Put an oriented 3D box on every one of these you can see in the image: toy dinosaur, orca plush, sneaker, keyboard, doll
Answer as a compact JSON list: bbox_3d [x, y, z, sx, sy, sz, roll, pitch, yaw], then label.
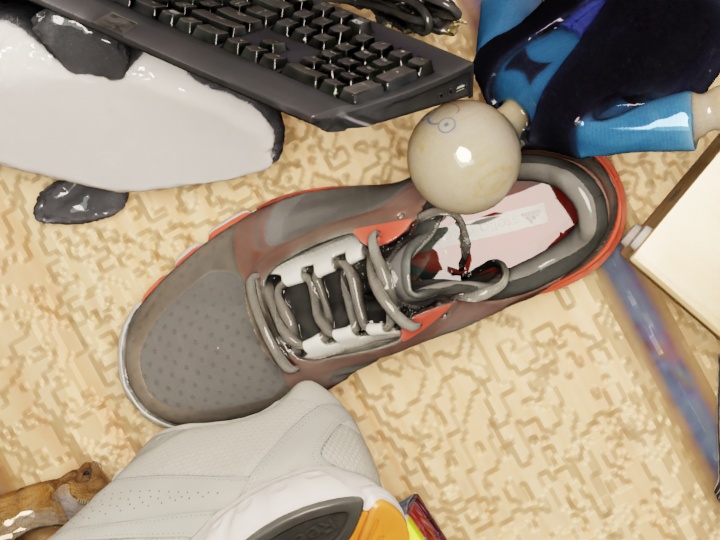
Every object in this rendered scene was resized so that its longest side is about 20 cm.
[{"bbox_3d":[-0.188,0.102,0.886,0.200,0.060,0.106,4,59,2],"label":"toy dinosaur"},{"bbox_3d":[-0.127,-0.073,0.876,0.200,0.071,0.105,-7,137,13],"label":"orca plush"},{"bbox_3d":[0.000,0.000,0.848,0.200,0.082,0.077,-25,91,4],"label":"sneaker"},{"bbox_3d":[-0.043,-0.098,0.822,0.200,0.127,0.021,26,119,32],"label":"keyboard"},{"bbox_3d":[0.094,-0.090,0.826,0.200,0.136,0.048,-42,133,-12],"label":"doll"},{"bbox_3d":[-0.080,0.106,0.833,0.200,0.092,0.076,-23,127,5],"label":"sneaker"}]

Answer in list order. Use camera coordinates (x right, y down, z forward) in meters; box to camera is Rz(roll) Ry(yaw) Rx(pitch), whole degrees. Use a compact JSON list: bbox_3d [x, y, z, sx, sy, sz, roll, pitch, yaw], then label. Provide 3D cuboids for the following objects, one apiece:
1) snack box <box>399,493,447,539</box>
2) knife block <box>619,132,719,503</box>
[{"bbox_3d":[0.004,0.212,0.866,0.169,0.068,0.200,-32,89,5],"label":"snack box"},{"bbox_3d":[0.190,0.013,0.849,0.176,0.064,0.200,39,94,0],"label":"knife block"}]
